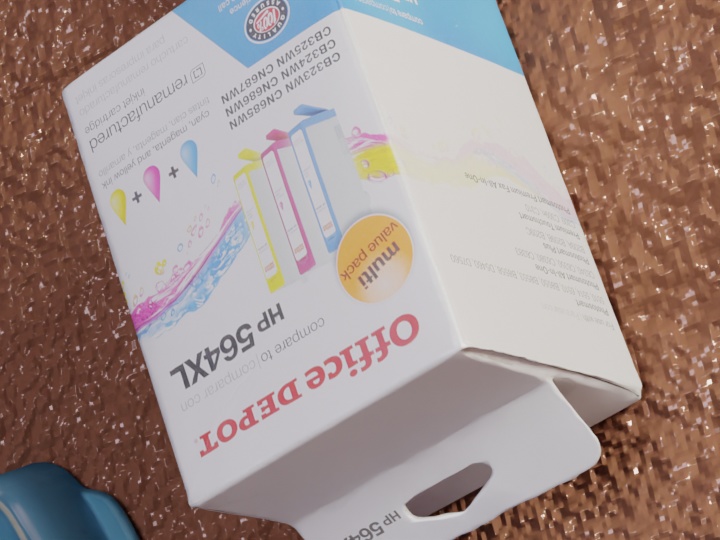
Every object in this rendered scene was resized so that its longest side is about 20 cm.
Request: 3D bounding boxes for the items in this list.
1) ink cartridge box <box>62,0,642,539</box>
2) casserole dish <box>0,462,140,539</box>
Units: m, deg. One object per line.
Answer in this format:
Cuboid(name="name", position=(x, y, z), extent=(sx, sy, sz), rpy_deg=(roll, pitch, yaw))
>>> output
Cuboid(name="ink cartridge box", position=(0.000, 0.000, 1.015), extent=(0.128, 0.125, 0.201), rpy_deg=(-32, 64, 26))
Cuboid(name="casserole dish", position=(-0.169, 0.166, 1.157), extent=(0.200, 0.039, 0.121), rpy_deg=(-45, 60, 19))
